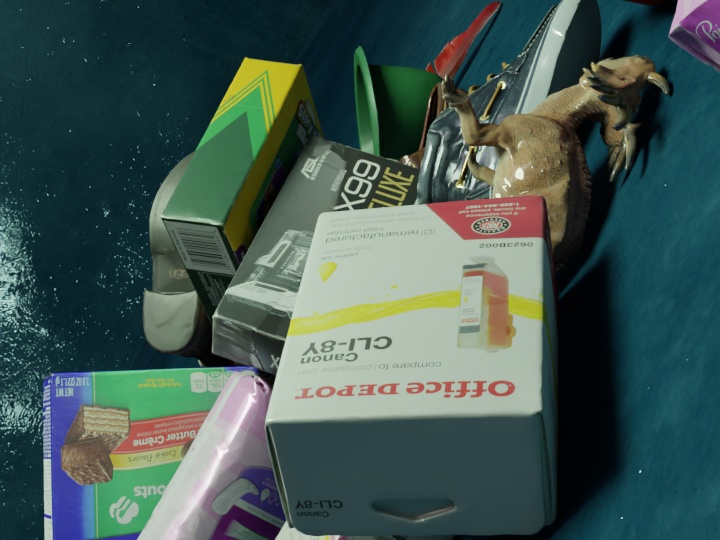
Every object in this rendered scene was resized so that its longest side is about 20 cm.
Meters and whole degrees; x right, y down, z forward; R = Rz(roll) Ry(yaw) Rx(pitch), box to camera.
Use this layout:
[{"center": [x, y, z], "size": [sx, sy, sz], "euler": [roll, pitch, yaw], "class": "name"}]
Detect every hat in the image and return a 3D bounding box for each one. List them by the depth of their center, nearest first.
[{"center": [0.089, -0.172, 1.334], "size": [0.166, 0.176, 0.200], "euler": [-114, 17, -72], "class": "hat"}]

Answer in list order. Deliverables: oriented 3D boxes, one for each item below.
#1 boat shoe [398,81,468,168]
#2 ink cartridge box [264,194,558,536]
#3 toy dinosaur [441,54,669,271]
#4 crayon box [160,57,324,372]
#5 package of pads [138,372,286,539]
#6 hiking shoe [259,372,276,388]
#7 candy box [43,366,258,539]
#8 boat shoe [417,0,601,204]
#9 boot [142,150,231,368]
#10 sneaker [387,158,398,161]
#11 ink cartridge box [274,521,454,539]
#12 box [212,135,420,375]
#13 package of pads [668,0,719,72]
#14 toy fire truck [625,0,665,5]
[{"center": [0.063, -0.080, 1.103], "size": [0.070, 0.070, 0.200], "euler": [-41, 24, 53], "class": "boat shoe"}, {"center": [0.038, 0.047, 0.705], "size": [0.200, 0.145, 0.083], "euler": [-79, -18, -54], "class": "ink cartridge box"}, {"center": [0.123, -0.055, 0.809], "size": [0.086, 0.135, 0.200], "euler": [20, -104, -65], "class": "toy dinosaur"}, {"center": [-0.078, -0.042, 1.025], "size": [0.200, 0.058, 0.173], "euler": [74, -150, -50], "class": "crayon box"}, {"center": [-0.087, 0.186, 0.914], "size": [0.200, 0.120, 0.076], "euler": [-61, 23, -9], "class": "package of pads"}, {"center": [-0.053, 0.114, 1.099], "size": [0.200, 0.087, 0.074], "euler": [-28, 50, 25], "class": "hiking shoe"}, {"center": [-0.166, 0.181, 1.001], "size": [0.077, 0.169, 0.200], "euler": [157, 111, -71], "class": "candy box"}, {"center": [0.110, -0.127, 0.931], "size": [0.091, 0.071, 0.200], "euler": [10, 65, 33], "class": "boat shoe"}, {"center": [-0.126, 0.006, 1.108], "size": [0.174, 0.069, 0.200], "euler": [40, -120, -69], "class": "boot"}, {"center": [0.012, -0.025, 1.160], "size": [0.088, 0.076, 0.200], "euler": [-52, 13, 39], "class": "sneaker"}, {"center": [-0.008, 0.182, 0.784], "size": [0.200, 0.067, 0.116], "euler": [-59, 12, -2], "class": "ink cartridge box"}, {"center": [0.000, 0.000, 0.927], "size": [0.050, 0.158, 0.200], "euler": [99, -168, -50], "class": "box"}, {"center": [0.245, -0.204, 0.655], "size": [0.200, 0.076, 0.120], "euler": [-65, 12, -24], "class": "package of pads"}, {"center": [0.201, -0.261, 0.921], "size": [0.176, 0.129, 0.200], "euler": [-63, -26, -21], "class": "toy fire truck"}]
